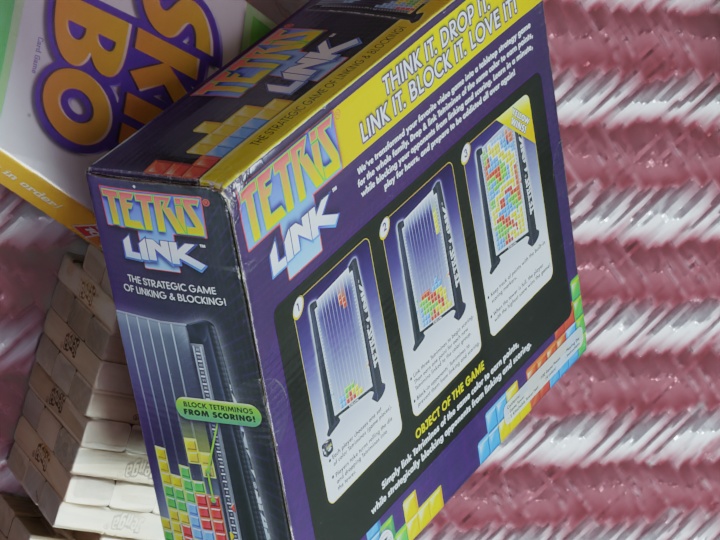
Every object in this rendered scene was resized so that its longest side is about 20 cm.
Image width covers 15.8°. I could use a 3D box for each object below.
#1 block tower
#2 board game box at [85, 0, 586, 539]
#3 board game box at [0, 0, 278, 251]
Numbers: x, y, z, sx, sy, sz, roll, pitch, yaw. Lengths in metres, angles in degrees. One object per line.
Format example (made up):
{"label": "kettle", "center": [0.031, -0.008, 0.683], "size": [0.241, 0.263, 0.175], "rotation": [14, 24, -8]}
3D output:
{"label": "block tower", "center": [-0.094, 0.091, 0.902], "size": [0.057, 0.054, 0.201], "rotation": [11, 105, -30]}
{"label": "board game box", "center": [0.000, 0.000, 0.860], "size": [0.200, 0.056, 0.166], "rotation": [-42, 129, -48]}
{"label": "board game box", "center": [-0.097, -0.073, 0.820], "size": [0.200, 0.030, 0.096], "rotation": [36, 64, -32]}
